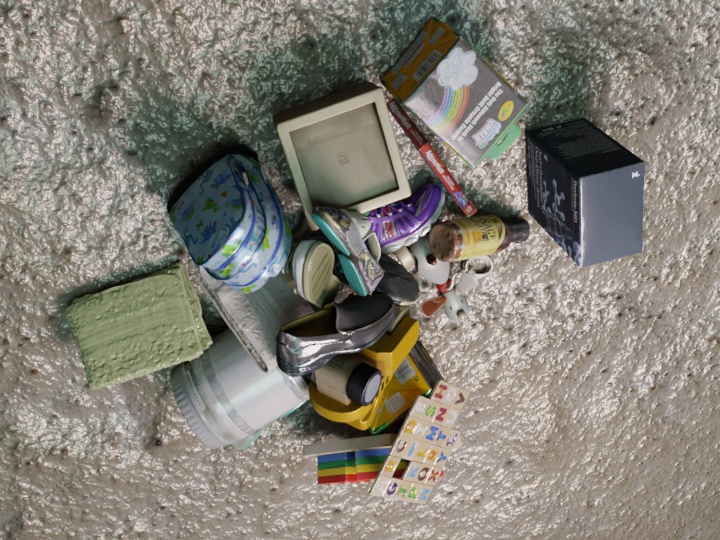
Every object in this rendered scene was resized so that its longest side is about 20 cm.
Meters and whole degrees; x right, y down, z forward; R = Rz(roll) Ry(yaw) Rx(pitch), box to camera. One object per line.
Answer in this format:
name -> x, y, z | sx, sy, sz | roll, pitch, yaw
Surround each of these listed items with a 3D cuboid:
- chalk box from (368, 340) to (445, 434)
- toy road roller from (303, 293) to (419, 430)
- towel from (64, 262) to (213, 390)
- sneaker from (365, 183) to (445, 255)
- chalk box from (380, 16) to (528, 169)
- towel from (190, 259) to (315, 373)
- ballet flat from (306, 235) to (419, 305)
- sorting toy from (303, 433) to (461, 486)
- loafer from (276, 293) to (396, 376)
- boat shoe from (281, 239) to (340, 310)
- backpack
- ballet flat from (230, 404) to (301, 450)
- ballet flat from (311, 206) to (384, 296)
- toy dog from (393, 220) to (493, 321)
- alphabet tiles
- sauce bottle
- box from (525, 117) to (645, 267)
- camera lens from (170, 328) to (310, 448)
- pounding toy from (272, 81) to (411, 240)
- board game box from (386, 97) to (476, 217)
chalk box -> 0.070, 0.195, 1.410 | 0.123, 0.125, 0.200 | -36, 156, 9
toy road roller -> -0.002, 0.147, 1.291 | 0.200, 0.121, 0.148 | -50, 150, -37
towel -> -0.336, 0.087, 1.278 | 0.197, 0.036, 0.151 | -20, 84, -5
sneaker -> 0.042, -0.076, 1.309 | 0.198, 0.081, 0.084 | -34, 115, 5
chalk box -> 0.149, -0.244, 1.221 | 0.199, 0.124, 0.125 | 37, 103, -29
towel -> -0.151, 0.037, 1.247 | 0.201, 0.132, 0.034 | 53, 140, 2
ballet flat -> 0.000, 0.000, 1.291 | 0.197, 0.067, 0.057 | 24, 156, 2
sorting toy -> 0.040, 0.322, 1.422 | 0.197, 0.071, 0.198 | -17, 160, 39
loafer -> -0.031, 0.079, 1.203 | 0.198, 0.073, 0.073 | -28, 137, -25
boat shoe -> -0.077, 0.004, 1.187 | 0.068, 0.201, 0.075 | 27, 73, 12
backpack -> -0.178, -0.063, 1.161 | 0.162, 0.201, 0.154 | -38, 157, 9
ballet flat -> -0.157, 0.226, 1.422 | 0.199, 0.068, 0.064 | -39, 113, 7
ballet flat -> -0.011, -0.043, 1.179 | 0.071, 0.073, 0.201 | -28, 142, 1
toy dog -> 0.135, 0.011, 1.367 | 0.199, 0.097, 0.132 | 33, 105, -27
alphabet tiles -> 0.104, 0.271, 1.327 | 0.166, 0.007, 0.202 | 27, 90, -50
sauce bottle -> 0.193, -0.056, 1.332 | 0.198, 0.066, 0.067 | -12, 125, -42
box -> 0.340, -0.123, 1.291 | 0.105, 0.201, 0.151 | -14, 120, -8
camera lens -> -0.179, 0.167, 1.328 | 0.198, 0.161, 0.161 | -30, 121, 2
pounding toy -> -0.038, -0.147, 1.229 | 0.181, 0.142, 0.203 | -19, 109, -3
board game box -> 0.105, -0.160, 1.222 | 0.019, 0.104, 0.200 | -38, 145, 7
